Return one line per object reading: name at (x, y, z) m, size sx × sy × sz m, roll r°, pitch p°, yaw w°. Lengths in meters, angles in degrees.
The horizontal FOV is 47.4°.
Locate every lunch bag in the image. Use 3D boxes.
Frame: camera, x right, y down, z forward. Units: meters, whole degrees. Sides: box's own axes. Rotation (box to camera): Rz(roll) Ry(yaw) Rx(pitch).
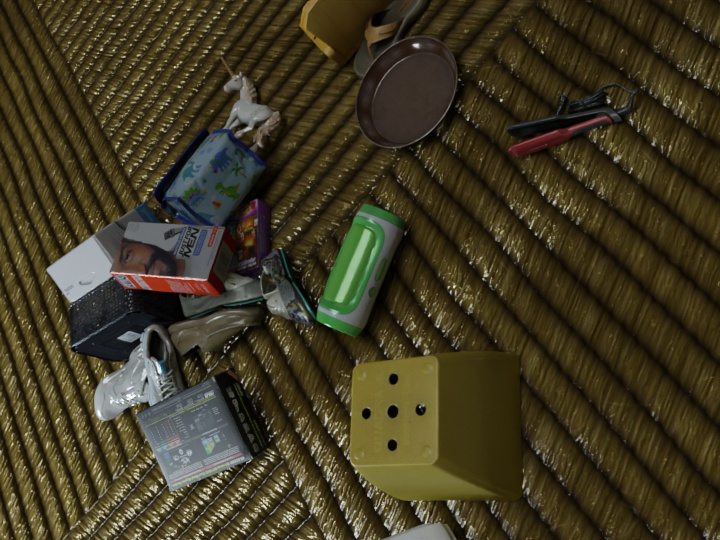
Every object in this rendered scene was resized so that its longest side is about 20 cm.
lunch bag at (-0.293, -0.171, 1.551) m, size 0.170 × 0.127 × 0.200 m, roll -54°, pitch 25°, yaw -11°

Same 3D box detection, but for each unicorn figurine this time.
unicorn figurine at (-0.225, -0.307, 1.603) m, size 0.199 × 0.074 × 0.138 m, roll 31°, pitch 82°, yaw 25°

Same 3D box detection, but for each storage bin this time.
storage bin at (-0.452, 0.090, 1.584) m, size 0.199 × 0.135 × 0.094 m, roll -27°, pitch 59°, yaw 27°

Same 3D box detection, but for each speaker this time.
speaker at (0.000, 0.000, 1.312) m, size 0.088 × 0.088 × 0.201 m, roll 21°, pitch 87°, yaw 39°

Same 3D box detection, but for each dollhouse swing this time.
dollhouse swing at (-0.042, -0.503, 1.455) m, size 0.200 × 0.175 × 0.182 m, roll -48°, pitch 51°, yaw 15°

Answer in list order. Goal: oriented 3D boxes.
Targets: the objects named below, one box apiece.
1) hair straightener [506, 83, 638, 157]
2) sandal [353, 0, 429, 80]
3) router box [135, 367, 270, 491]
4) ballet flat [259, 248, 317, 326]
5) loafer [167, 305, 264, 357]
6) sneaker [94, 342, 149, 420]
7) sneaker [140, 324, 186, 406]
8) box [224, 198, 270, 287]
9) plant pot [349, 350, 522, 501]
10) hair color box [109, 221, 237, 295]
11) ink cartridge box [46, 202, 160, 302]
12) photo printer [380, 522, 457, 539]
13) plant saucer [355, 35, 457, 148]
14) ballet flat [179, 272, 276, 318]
hair straightener at (0.304, -0.232, 1.191) m, size 0.199 × 0.041 × 0.078 m, roll -19°, pitch 64°, yaw 31°
sandal at (0.046, -0.431, 1.445) m, size 0.080 × 0.054 × 0.201 m, roll 42°, pitch 101°, yaw 38°
router box at (-0.269, 0.271, 1.395) m, size 0.199 × 0.062 × 0.151 m, roll -26°, pitch 88°, yaw 28°
ballet flat at (-0.129, 0.040, 1.387) m, size 0.072 × 0.072 × 0.201 m, roll -47°, pitch 38°, yaw 14°
loafer at (-0.254, 0.109, 1.474) m, size 0.199 × 0.076 × 0.068 m, roll -15°, pitch 87°, yaw 28°
sneaker at (-0.435, 0.225, 1.564) m, size 0.200 × 0.075 × 0.100 m, roll -47°, pitch 52°, yaw 14°
sneaker at (-0.356, 0.190, 1.478) m, size 0.074 × 0.087 × 0.201 m, roll -17°, pitch 81°, yaw -15°
box at (-0.255, -0.038, 1.544) m, size 0.199 × 0.039 × 0.138 m, roll -18°, pitch 63°, yaw 31°
plant pot at (0.091, 0.204, 1.113) m, size 0.199 × 0.176 × 0.202 m, roll -10°, pitch 69°, yaw 33°
hair color box at (-0.333, -0.022, 1.465) m, size 0.198 × 0.064 × 0.112 m, roll 3°, pitch 61°, yaw 19°
ink cartridge box at (-0.497, -0.038, 1.622) m, size 0.145 × 0.200 × 0.084 m, roll -30°, pitch 102°, yaw 24°
photo printer at (0.063, 0.445, 1.118) m, size 0.199 × 0.069 × 0.167 m, roll -30°, pitch 58°, yaw 25°
plant saucer at (0.082, -0.296, 1.383) m, size 0.199 × 0.034 × 0.202 m, roll -13°, pitch 68°, yaw 32°
ballet flat at (-0.245, 0.037, 1.476) m, size 0.199 × 0.067 × 0.064 m, roll -15°, pitch 100°, yaw 26°
